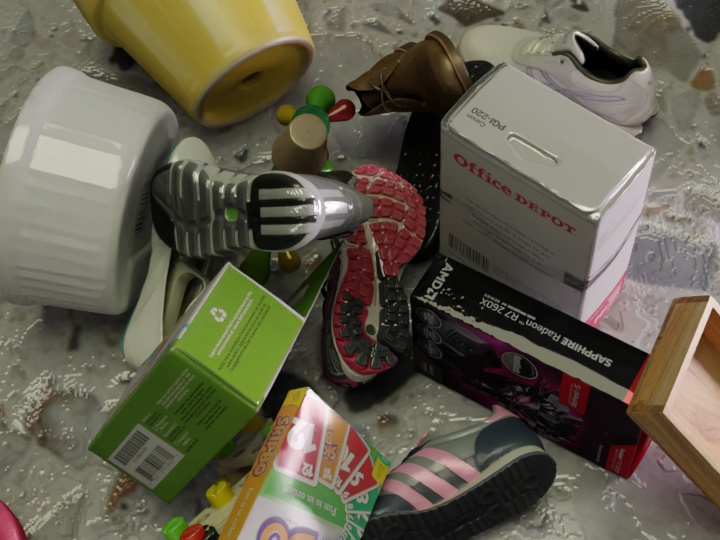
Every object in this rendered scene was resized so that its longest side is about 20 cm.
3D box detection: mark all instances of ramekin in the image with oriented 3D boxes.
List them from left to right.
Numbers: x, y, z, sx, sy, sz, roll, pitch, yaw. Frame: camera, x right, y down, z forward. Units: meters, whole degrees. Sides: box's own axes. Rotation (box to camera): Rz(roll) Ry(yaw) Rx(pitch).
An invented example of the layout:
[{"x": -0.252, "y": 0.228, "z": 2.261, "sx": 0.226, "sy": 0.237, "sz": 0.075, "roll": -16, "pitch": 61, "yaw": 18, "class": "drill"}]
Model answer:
[{"x": -0.220, "y": -0.060, "z": 1.032, "sx": 0.097, "sy": 0.201, "sz": 0.201, "roll": 14, "pitch": 61, "yaw": 3, "class": "ramekin"}]

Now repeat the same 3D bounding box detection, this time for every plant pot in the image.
[{"x": -0.144, "y": -0.243, "z": 1.147, "sx": 0.200, "sy": 0.201, "sz": 0.189, "roll": -30, "pitch": 77, "yaw": -13, "class": "plant pot"}]

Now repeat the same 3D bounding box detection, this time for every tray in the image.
[{"x": 0.273, "y": 0.118, "z": 0.896, "sx": 0.037, "sy": 0.200, "sz": 0.099, "roll": -8, "pitch": 45, "yaw": 52, "class": "tray"}]

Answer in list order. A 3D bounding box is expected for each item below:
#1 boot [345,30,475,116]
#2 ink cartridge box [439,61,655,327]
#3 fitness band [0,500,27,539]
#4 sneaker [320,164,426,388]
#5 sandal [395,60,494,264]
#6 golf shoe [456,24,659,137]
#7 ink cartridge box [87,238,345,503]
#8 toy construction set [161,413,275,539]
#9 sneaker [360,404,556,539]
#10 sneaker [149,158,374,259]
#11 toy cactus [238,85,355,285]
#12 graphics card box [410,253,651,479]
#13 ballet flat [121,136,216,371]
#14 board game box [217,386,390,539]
[{"x": 0.041, "y": -0.150, "z": 1.034, "sx": 0.075, "sy": 0.200, "sz": 0.074, "roll": -26, "pitch": 102, "yaw": -9, "class": "boot"}, {"x": 0.140, "y": -0.046, "z": 0.987, "sx": 0.145, "sy": 0.200, "sz": 0.085, "roll": 34, "pitch": 67, "yaw": 22, "class": "ink cartridge box"}, {"x": -0.354, "y": 0.227, "z": 0.958, "sx": 0.199, "sy": 0.037, "sz": 0.144, "roll": 9, "pitch": 60, "yaw": 9, "class": "fitness band"}, {"x": 0.000, "y": 0.000, "z": 1.038, "sx": 0.080, "sy": 0.075, "sz": 0.201, "roll": 21, "pitch": 59, "yaw": -16, "class": "sneaker"}, {"x": 0.071, "y": -0.096, "z": 1.116, "sx": 0.075, "sy": 0.048, "sz": 0.201, "roll": 16, "pitch": 75, "yaw": 30, "class": "sandal"}, {"x": 0.179, "y": -0.195, "z": 1.136, "sx": 0.199, "sy": 0.097, "sz": 0.079, "roll": 23, "pitch": 65, "yaw": 19, "class": "golf shoe"}, {"x": -0.105, "y": 0.054, "z": 0.940, "sx": 0.076, "sy": 0.148, "sz": 0.200, "roll": 36, "pitch": 40, "yaw": -9, "class": "ink cartridge box"}, {"x": -0.102, "y": 0.188, "z": 0.916, "sx": 0.131, "sy": 0.092, "sz": 0.200, "roll": -5, "pitch": 44, "yaw": 57, "class": "toy construction set"}, {"x": 0.046, "y": 0.169, "z": 0.955, "sx": 0.199, "sy": 0.070, "sz": 0.082, "roll": -21, "pitch": 38, "yaw": -8, "class": "sneaker"}, {"x": -0.068, "y": -0.046, "z": 0.962, "sx": 0.115, "sy": 0.076, "sz": 0.199, "roll": -6, "pitch": 11, "yaw": -43, "class": "sneaker"}, {"x": -0.051, "y": -0.077, "z": 1.052, "sx": 0.102, "sy": 0.165, "sz": 0.201, "roll": 32, "pitch": 70, "yaw": -1, "class": "toy cactus"}, {"x": 0.134, "y": 0.075, "z": 0.959, "sx": 0.199, "sy": 0.126, "sz": 0.051, "roll": 28, "pitch": 65, "yaw": 19, "class": "graphics card box"}, {"x": -0.141, "y": -0.008, "z": 1.031, "sx": 0.069, "sy": 0.069, "sz": 0.201, "roll": 14, "pitch": 87, "yaw": 13, "class": "ballet flat"}, {"x": -0.049, "y": 0.187, "z": 0.848, "sx": 0.030, "sy": 0.096, "sz": 0.201, "roll": -16, "pitch": 38, "yaw": 46, "class": "board game box"}]
